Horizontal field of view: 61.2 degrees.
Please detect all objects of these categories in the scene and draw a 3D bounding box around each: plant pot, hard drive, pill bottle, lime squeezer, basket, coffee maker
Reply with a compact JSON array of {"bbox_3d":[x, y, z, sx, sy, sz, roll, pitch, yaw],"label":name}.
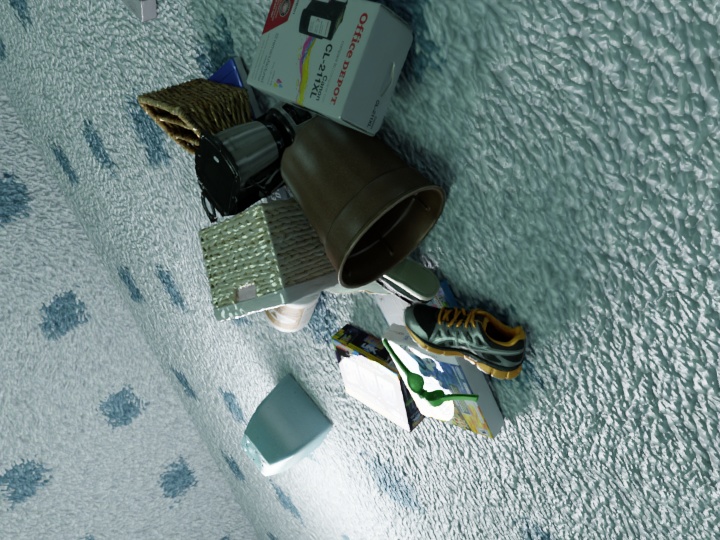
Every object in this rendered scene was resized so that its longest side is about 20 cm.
[{"bbox_3d":[-0.228,0.458,1.722,0.197,0.198,0.197,46,149,13],"label":"plant pot"},{"bbox_3d":[-0.227,-0.285,1.167,0.130,0.025,0.205,-5,108,55],"label":"hard drive"},{"bbox_3d":[-0.139,0.037,1.286,0.115,0.114,0.201,46,148,13],"label":"pill bottle"},{"bbox_3d":[0.110,0.193,1.046,0.197,0.038,0.072,30,146,30],"label":"lime squeezer"},{"bbox_3d":[-0.302,-0.261,1.130,0.198,0.147,0.147,25,132,42],"label":"basket"},{"bbox_3d":[-0.010,-0.116,0.905,0.199,0.197,0.202,50,149,20],"label":"plant pot"},{"bbox_3d":[-0.175,-0.194,1.037,0.190,0.198,0.137,-16,106,56],"label":"coffee maker"},{"bbox_3d":[-0.144,-0.025,1.040,0.195,0.198,0.166,-14,95,40],"label":"basket"}]

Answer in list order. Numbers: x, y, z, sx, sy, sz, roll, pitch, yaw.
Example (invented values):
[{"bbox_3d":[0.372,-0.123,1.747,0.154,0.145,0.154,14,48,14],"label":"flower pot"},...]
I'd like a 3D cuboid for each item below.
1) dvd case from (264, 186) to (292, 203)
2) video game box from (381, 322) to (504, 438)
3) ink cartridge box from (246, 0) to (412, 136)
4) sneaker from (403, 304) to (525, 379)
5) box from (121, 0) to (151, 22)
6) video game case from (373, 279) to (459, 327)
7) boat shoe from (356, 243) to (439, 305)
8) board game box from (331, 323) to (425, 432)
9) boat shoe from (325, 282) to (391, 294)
[{"bbox_3d":[-0.129,-0.127,1.205,0.197,0.025,0.154,19,133,44],"label":"dvd case"},{"bbox_3d":[0.145,0.194,1.084,0.180,0.047,0.203,8,133,52],"label":"video game box"},{"bbox_3d":[-0.045,-0.288,0.819,0.197,0.082,0.150,29,102,36],"label":"ink cartridge box"},{"bbox_3d":[0.160,0.090,0.928,0.195,0.079,0.079,19,131,8],"label":"sneaker"},{"bbox_3d":[-0.458,-0.619,1.182,0.156,0.041,0.202,46,147,14],"label":"box"},{"bbox_3d":[0.113,0.091,1.083,0.198,0.018,0.146,-10,110,57],"label":"video game case"},{"bbox_3d":[0.038,-0.008,1.005,0.196,0.075,0.067,32,147,5],"label":"boat shoe"},{"bbox_3d":[0.038,0.222,1.273,0.197,0.056,0.169,23,138,41],"label":"board game box"},{"bbox_3d":[0.000,0.000,1.107,0.196,0.070,0.071,-2,109,39],"label":"boat shoe"}]
